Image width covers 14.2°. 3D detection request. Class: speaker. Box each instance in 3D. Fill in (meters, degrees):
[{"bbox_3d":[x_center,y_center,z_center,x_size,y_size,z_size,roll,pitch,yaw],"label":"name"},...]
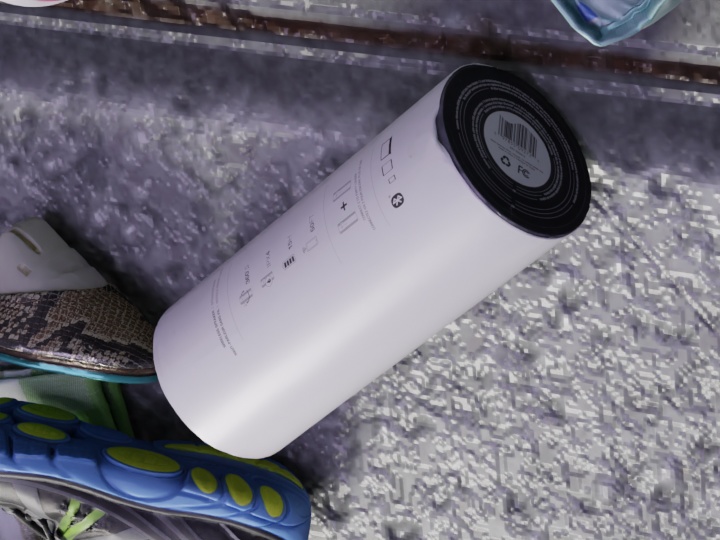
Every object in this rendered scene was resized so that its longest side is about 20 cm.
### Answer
[{"bbox_3d":[0.000,0.000,1.188,0.081,0.081,0.200,50,129,-2],"label":"speaker"}]

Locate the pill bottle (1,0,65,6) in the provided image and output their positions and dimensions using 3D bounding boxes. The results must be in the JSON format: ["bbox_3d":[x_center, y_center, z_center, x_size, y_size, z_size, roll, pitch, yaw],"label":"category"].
[{"bbox_3d":[-0.081,-0.191,1.110,0.200,0.113,0.114,-27,100,37],"label":"pill bottle"}]

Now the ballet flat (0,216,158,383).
[{"bbox_3d":[-0.174,0.011,1.314,0.200,0.068,0.076,2,96,32],"label":"ballet flat"}]

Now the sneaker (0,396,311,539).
[{"bbox_3d":[-0.123,0.111,1.301,0.199,0.071,0.083,14,109,3],"label":"sneaker"}]

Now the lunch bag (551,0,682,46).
[{"bbox_3d":[0.084,-0.197,0.973,0.122,0.170,0.200,-34,95,31],"label":"lunch bag"}]

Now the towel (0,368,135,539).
[{"bbox_3d":[-0.179,0.115,1.396,0.200,0.031,0.150,-7,113,31],"label":"towel"}]
